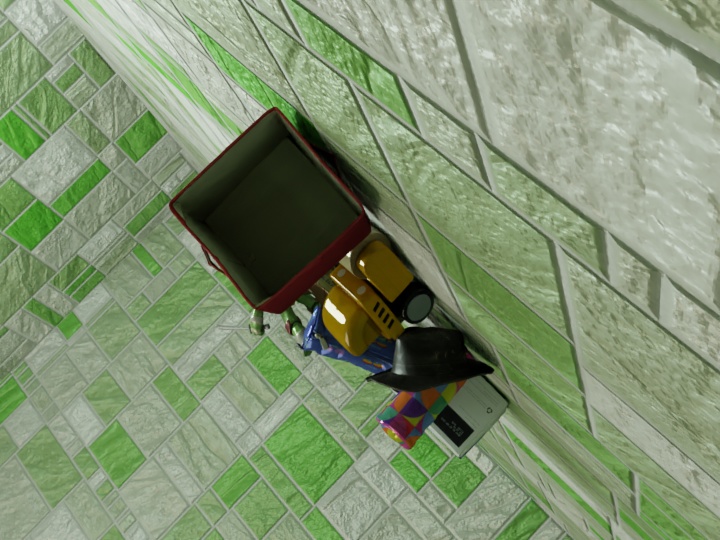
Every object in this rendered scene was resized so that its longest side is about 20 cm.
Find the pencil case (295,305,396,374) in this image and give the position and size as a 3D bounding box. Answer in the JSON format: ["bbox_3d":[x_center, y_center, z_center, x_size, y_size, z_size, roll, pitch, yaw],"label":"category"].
[{"bbox_3d":[-0.003,0.127,1.468,0.198,0.079,0.087,22,-169,-1],"label":"pencil case"}]

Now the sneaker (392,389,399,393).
[{"bbox_3d":[0.042,0.130,1.559,0.201,0.074,0.088,53,-177,-8],"label":"sneaker"}]

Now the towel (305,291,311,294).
[{"bbox_3d":[-0.140,-0.033,1.528,0.200,0.023,0.143,50,-146,20],"label":"towel"}]

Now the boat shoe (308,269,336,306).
[{"bbox_3d":[-0.052,0.015,1.437,0.199,0.063,0.074,41,157,13],"label":"boat shoe"}]

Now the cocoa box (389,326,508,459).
[{"bbox_3d":[0.155,0.226,1.616,0.200,0.133,0.131,44,175,16],"label":"cocoa box"}]

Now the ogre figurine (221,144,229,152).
[{"bbox_3d":[-0.215,-0.175,1.746,0.121,0.097,0.200,62,162,9],"label":"ogre figurine"}]

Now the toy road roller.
[{"bbox_3d":[-0.001,0.029,1.281,0.123,0.146,0.200,39,171,48],"label":"toy road roller"}]

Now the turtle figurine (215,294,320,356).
[{"bbox_3d":[-0.130,0.068,1.603,0.194,0.201,0.143,42,-144,22],"label":"turtle figurine"}]

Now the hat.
[{"bbox_3d":[0.103,0.124,1.345,0.200,0.197,0.082,-159,64,-77],"label":"hat"}]

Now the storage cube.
[{"bbox_3d":[-0.102,-0.066,1.110,0.171,0.200,0.180,48,179,6],"label":"storage cube"}]

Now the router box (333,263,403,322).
[{"bbox_3d":[0.000,0.000,1.510,0.200,0.062,0.150,47,173,-10],"label":"router box"}]

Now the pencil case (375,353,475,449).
[{"bbox_3d":[0.113,0.204,1.489,0.088,0.200,0.089,40,165,13],"label":"pencil case"}]
